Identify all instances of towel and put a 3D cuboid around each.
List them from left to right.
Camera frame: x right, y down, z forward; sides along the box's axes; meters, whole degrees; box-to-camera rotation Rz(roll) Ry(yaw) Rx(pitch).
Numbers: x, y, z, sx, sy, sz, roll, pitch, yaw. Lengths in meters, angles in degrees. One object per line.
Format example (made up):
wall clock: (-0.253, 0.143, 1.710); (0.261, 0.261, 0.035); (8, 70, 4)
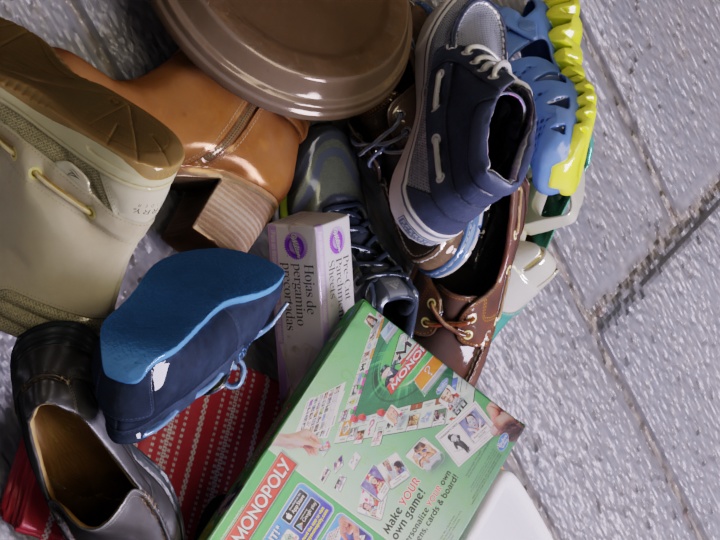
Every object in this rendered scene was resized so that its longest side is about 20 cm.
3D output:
towel: (-0.123, 0.116, 1.327); (0.200, 0.022, 0.145); (24, 73, -36)

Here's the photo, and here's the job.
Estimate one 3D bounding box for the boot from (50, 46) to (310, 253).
boot: (-0.111, -0.113, 1.316); (0.200, 0.077, 0.156); (38, 61, -25)

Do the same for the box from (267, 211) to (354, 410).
box: (-0.027, 0.064, 1.359); (0.041, 0.039, 0.201); (-21, 112, -55)

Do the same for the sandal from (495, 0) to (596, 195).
sandal: (0.113, -0.122, 1.462); (0.087, 0.200, 0.080); (6, 127, -8)

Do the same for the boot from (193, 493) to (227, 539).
boot: (-0.068, 0.245, 1.318); (0.097, 0.075, 0.201); (15, 92, -34)

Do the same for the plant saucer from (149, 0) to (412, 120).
plant saucer: (-0.048, -0.187, 1.348); (0.199, 0.029, 0.201); (17, 53, -25)

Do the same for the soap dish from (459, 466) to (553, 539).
soap dish: (0.066, 0.225, 1.408); (0.158, 0.081, 0.200); (-58, 140, -25)

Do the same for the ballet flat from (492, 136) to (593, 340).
ballet flat: (0.114, -0.028, 1.496); (0.067, 0.070, 0.201); (38, 66, -39)

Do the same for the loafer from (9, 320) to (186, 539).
loafer: (-0.153, 0.129, 1.217); (0.072, 0.073, 0.200); (-92, 161, -60)

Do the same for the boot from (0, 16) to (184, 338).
boot: (-0.205, -0.053, 1.224); (0.073, 0.200, 0.156); (-34, 152, -56)

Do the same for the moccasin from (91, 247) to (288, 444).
moccasin: (-0.107, 0.040, 1.228); (0.200, 0.080, 0.068); (-34, 137, -61)

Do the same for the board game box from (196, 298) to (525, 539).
board game box: (-0.001, 0.136, 1.297); (0.134, 0.029, 0.200); (38, 64, -8)

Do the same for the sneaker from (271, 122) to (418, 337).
sneaker: (0.000, 0.000, 1.394); (0.074, 0.081, 0.201); (-18, 97, -39)

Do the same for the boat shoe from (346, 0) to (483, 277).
boat shoe: (0.027, -0.091, 1.409); (0.072, 0.072, 0.201); (17, 54, -45)

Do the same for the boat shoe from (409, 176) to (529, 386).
boat shoe: (0.062, 0.016, 1.429); (0.070, 0.070, 0.201); (15, 88, 1)

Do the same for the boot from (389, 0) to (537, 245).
boot: (0.081, -0.111, 1.352); (0.073, 0.090, 0.201); (30, 52, -26)
